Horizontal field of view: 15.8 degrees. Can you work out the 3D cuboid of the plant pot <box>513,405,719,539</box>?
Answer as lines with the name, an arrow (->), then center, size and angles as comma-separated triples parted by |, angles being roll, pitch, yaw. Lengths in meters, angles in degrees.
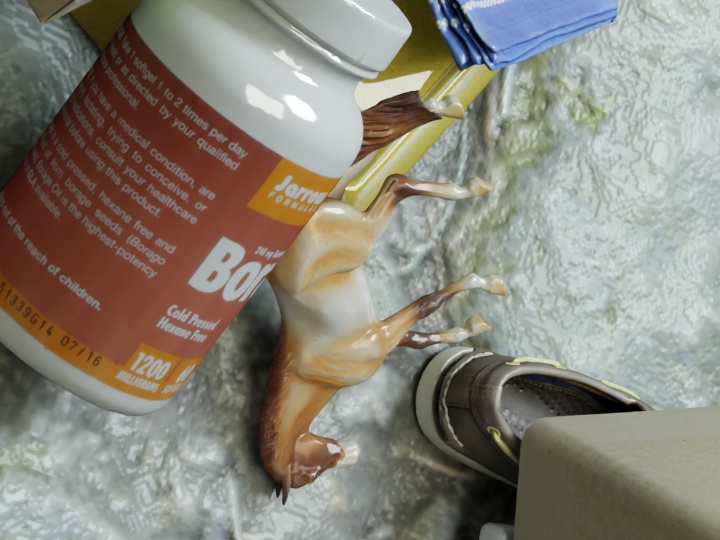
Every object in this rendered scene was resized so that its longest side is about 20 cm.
plant pot -> 0.199, 0.181, 1.214 | 0.199, 0.177, 0.201 | -3, 102, -32

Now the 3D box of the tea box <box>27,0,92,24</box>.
tea box -> -0.085, -0.241, 1.027 | 0.201, 0.196, 0.134 | 58, 34, -4

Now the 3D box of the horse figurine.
horse figurine -> 0.000, 0.000, 1.179 | 0.132, 0.050, 0.201 | -22, 133, -16

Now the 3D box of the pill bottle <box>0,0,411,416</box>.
pill bottle -> -0.071, -0.047, 1.084 | 0.112, 0.112, 0.200 | 30, 106, -29

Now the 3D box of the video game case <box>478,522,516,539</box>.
video game case -> 0.119, 0.232, 1.295 | 0.181, 0.023, 0.201 | 10, 92, -33

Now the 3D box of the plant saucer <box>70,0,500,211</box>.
plant saucer -> -0.014, -0.129, 1.204 | 0.200, 0.048, 0.200 | -48, 114, -22

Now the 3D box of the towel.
towel -> 0.053, -0.197, 1.216 | 0.145, 0.024, 0.201 | -24, 94, -53

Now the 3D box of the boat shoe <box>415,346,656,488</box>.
boat shoe -> 0.120, 0.091, 1.286 | 0.199, 0.059, 0.072 | 26, 77, -30
